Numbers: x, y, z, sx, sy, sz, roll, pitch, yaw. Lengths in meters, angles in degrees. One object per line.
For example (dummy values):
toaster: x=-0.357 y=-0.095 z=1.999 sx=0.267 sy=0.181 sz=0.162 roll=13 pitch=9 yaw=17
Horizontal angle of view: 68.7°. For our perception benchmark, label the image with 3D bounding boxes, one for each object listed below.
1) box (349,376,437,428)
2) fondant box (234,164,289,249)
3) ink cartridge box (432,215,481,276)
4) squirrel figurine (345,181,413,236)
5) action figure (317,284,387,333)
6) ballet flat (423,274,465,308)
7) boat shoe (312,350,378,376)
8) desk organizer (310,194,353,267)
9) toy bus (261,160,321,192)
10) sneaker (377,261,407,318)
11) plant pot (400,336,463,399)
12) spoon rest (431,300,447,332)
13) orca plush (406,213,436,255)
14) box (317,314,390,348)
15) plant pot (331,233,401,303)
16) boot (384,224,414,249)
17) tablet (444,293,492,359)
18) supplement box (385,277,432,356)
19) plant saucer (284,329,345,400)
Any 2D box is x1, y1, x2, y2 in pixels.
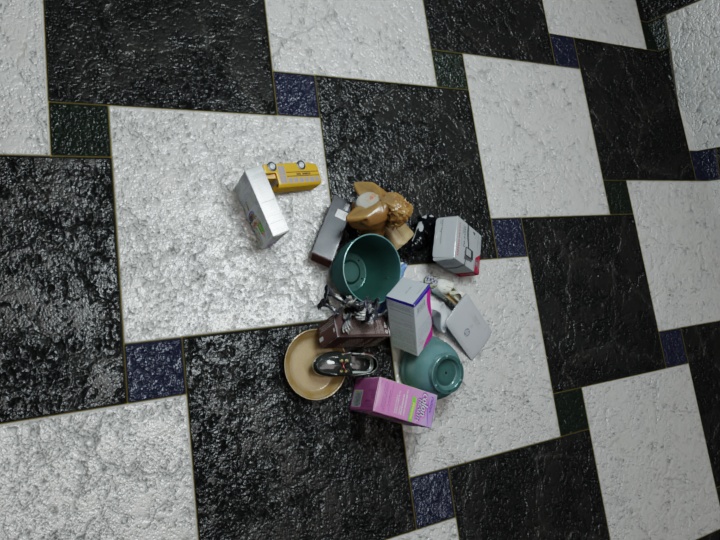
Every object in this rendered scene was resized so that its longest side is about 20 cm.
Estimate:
box: x=0.095 y=0.391 z=1.563 sx=0.196 sy=0.175 sz=0.099 roll=20 pitch=71 yaw=-20
fondant box: x=-0.288 y=-0.180 z=1.525 sx=0.057 sy=0.144 sz=0.204 roll=-22 pitch=89 yaw=-28
ink cartridge box: x=0.328 y=-0.078 z=1.773 sx=0.199 sy=0.082 sz=0.149 roll=26 pitch=67 yaw=-50
squirrel figurine: x=0.063 y=-0.157 z=1.594 sx=0.195 sy=0.188 sz=0.144 roll=-3 pitch=56 yaw=11
action figure: x=-0.020 y=0.116 z=1.464 sx=0.196 sy=0.120 sz=0.104 roll=20 pitch=43 yaw=-16
ballet flat: x=0.306 y=0.073 z=1.785 sx=0.199 sy=0.072 sz=0.073 roll=39 pitch=66 yaw=-12
boat shoe: x=-0.043 y=0.274 z=1.551 sx=0.197 sy=0.063 sz=0.076 roll=3 pitch=80 yaw=-23
desk organizer: x=-0.088 y=-0.120 z=1.633 sx=0.070 sy=0.077 sz=0.204 roll=21 pitch=71 yaw=-3
toy bus: x=-0.220 y=-0.284 z=1.599 sx=0.197 sy=0.064 sz=0.080 roll=-13 pitch=86 yaw=-40
sneaker: x=0.106 y=0.066 z=1.678 sx=0.088 sy=0.079 sz=0.203 roll=30 pitch=69 yaw=-8
plant pot: x=0.240 y=0.313 z=1.649 sx=0.196 sy=0.134 sz=0.206 roll=0 pitch=90 yaw=-24
spoon rest: x=0.249 y=0.139 z=1.708 sx=0.199 sy=0.059 sz=0.102 roll=34 pitch=56 yaw=-53
orca plush: x=0.219 y=-0.129 z=1.755 sx=0.199 sy=0.070 sz=0.108 roll=-34 pitch=114 yaw=-50
box: x=-0.019 y=0.181 z=1.571 sx=0.196 sy=0.100 sz=0.077 roll=3 pitch=63 yaw=-38
plant pot: x=0.000 y=0.000 z=1.602 sx=0.196 sy=0.160 sz=0.206 roll=2 pitch=86 yaw=-29
boot: x=0.065 y=-0.148 z=1.725 sx=0.175 sy=0.066 sz=0.201 roll=-42 pitch=99 yaw=-24
tablet: x=0.368 y=0.192 z=1.779 sx=0.131 sy=0.014 sz=0.201 roll=-48 pitch=118 yaw=-18
supplement box: x=0.149 y=0.139 z=1.577 sx=0.101 sy=0.102 sz=0.204 roll=-44 pitch=137 yaw=-40
plant saucer: x=-0.135 y=0.278 z=1.559 sx=0.195 sy=0.035 sz=0.206 roll=5 pitch=77 yaw=-24
